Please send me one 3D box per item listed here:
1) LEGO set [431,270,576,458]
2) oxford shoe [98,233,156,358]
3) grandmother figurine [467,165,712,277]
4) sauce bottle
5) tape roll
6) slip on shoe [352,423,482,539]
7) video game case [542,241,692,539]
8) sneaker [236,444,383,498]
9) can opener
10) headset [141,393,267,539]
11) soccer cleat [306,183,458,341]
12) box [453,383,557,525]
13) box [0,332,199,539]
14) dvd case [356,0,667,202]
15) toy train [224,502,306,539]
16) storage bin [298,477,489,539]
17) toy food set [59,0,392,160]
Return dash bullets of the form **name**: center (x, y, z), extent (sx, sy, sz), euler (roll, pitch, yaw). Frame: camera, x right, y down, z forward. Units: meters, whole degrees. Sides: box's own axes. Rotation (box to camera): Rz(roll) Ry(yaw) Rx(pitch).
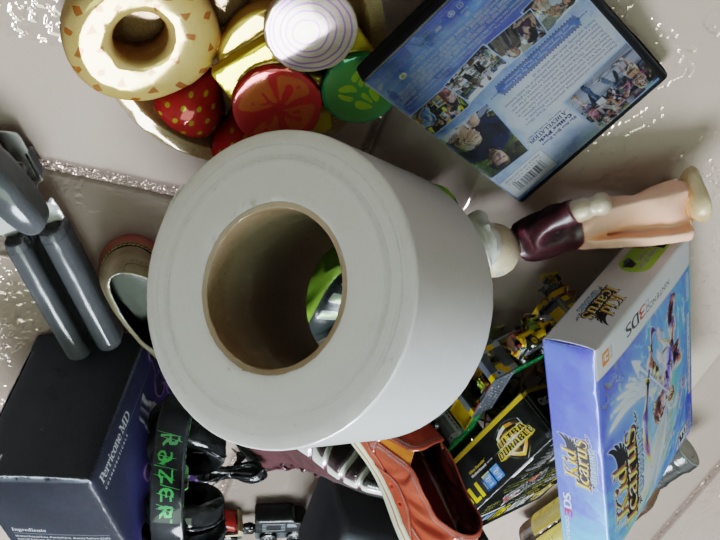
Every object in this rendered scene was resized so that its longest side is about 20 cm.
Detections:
- **LEGO set**: center (0.093, 0.065, 0.895), extent (0.153, 0.116, 0.201), euler (-27, 154, -24)
- **oxford shoe**: center (-0.130, 0.063, 0.826), extent (0.070, 0.075, 0.200), euler (-42, 109, 8)
- **grandmother figurine**: center (0.160, -0.031, 0.807), extent (0.198, 0.061, 0.121), euler (-14, 160, -6)
- **sauce bottle**: center (0.251, 0.233, 1.078), extent (0.064, 0.065, 0.200), euler (31, 122, -31)
- **tape roll**: center (-0.025, 0.017, 0.725), extent (0.202, 0.204, 0.139), euler (-33, 162, 20)
- **slip on shoe**: center (0.035, 0.133, 0.835), extent (0.061, 0.201, 0.074), euler (-35, 167, 38)
- **video game case**: center (0.213, 0.095, 0.852), extent (0.045, 0.181, 0.201), euler (12, 125, 36)
- **sneaker**: center (-0.037, 0.153, 0.934), extent (0.199, 0.076, 0.116), euler (28, 146, 14)
- **can opener**: center (-0.235, -0.009, 0.780), extent (0.053, 0.067, 0.201), euler (-16, 122, 5)
- **headset**: center (-0.123, 0.162, 0.841), extent (0.093, 0.125, 0.200), euler (2, 170, -2)
- **soccer cleat**: center (0.000, 0.000, 0.841), extent (0.199, 0.068, 0.081), euler (-34, 147, 20)
- **box**: center (0.151, 0.157, 0.934), extent (0.199, 0.049, 0.160), euler (-6, 143, -53)
- **box**: center (-0.214, 0.172, 0.885), extent (0.103, 0.149, 0.201), euler (-1, 135, 13)
- **dvd case**: center (0.109, -0.134, 0.724), extent (0.143, 0.018, 0.199), euler (-42, 138, 18)
- **toy train**: center (-0.149, 0.252, 1.057), extent (0.198, 0.034, 0.046), euler (-2, 128, -8)
- **storage bin**: center (0.018, 0.267, 0.985), extent (0.133, 0.200, 0.147), euler (20, 98, -11)
- **toy food set**: center (-0.076, -0.148, 0.698), extent (0.197, 0.049, 0.200), euler (-28, 129, 16)
